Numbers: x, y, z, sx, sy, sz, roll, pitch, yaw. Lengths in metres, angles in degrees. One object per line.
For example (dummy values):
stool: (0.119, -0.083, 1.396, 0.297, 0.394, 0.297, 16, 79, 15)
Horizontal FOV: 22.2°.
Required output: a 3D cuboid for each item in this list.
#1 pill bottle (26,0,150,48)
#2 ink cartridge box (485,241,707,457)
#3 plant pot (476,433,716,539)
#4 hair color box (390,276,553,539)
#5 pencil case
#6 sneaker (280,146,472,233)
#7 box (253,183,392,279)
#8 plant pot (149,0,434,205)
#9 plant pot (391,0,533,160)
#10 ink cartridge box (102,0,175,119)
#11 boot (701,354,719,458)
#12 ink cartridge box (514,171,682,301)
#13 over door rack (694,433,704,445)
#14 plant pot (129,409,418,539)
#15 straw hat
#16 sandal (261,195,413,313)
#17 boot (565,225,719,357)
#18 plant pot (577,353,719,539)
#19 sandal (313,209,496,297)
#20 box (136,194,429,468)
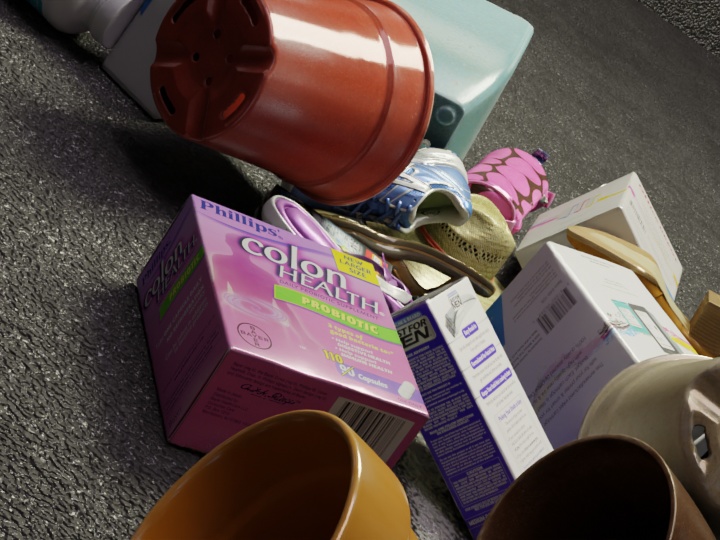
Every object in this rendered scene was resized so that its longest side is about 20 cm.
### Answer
pill bottle: (-0.288, -0.303, 1.760, 0.200, 0.111, 0.111, 45, 23, 12)
ink cartridge box: (0.222, 0.103, 1.728, 0.146, 0.147, 0.200, 16, 32, -46)
plant pot: (0.217, 0.257, 1.413, 0.200, 0.187, 0.187, 42, 18, -31)
hair color box: (0.092, 0.114, 1.528, 0.200, 0.065, 0.109, 65, 24, 0)
pencil case: (0.157, -0.082, 2.060, 0.094, 0.091, 0.200, 37, 24, 5)
sneaker: (0.021, -0.081, 1.801, 0.200, 0.076, 0.077, -2, 44, -20)
box: (-0.042, 0.009, 1.637, 0.137, 0.040, 0.200, 36, 22, -11)
plant pot: (-0.070, -0.173, 1.653, 0.195, 0.201, 0.201, 12, 34, -50)
plant pot: (0.048, -0.187, 1.939, 0.196, 0.196, 0.200, 26, 29, -5)
ink cartridge box: (-0.136, -0.229, 1.807, 0.084, 0.145, 0.200, 45, 23, 15)
boot: (0.314, 0.138, 1.783, 0.073, 0.162, 0.198, 20, 29, -43)
ink cartridge box: (0.263, -0.012, 1.992, 0.129, 0.125, 0.200, 64, 18, -7)
over door rack: (0.318, 0.222, 1.624, 0.148, 0.200, 0.067, 48, -12, 22)
plant pot: (-0.024, 0.217, 1.094, 0.183, 0.200, 0.200, 47, 17, -26)
straw hat: (0.110, -0.032, 1.893, 0.201, 0.085, 0.201, 33, 23, -16)
sandal: (-0.002, 0.002, 1.591, 0.203, 0.050, 0.082, 41, 22, -2)
boot: (0.269, 0.057, 1.865, 0.201, 0.144, 0.071, 30, 21, 6)
plant pot: (0.294, 0.149, 1.494, 0.200, 0.200, 0.183, 40, -16, 3)
sandal: (0.032, -0.007, 1.766, 0.200, 0.054, 0.080, 19, 1, -9)
box: (-0.064, 0.059, 1.414, 0.176, 0.097, 0.200, 21, 27, -27)
